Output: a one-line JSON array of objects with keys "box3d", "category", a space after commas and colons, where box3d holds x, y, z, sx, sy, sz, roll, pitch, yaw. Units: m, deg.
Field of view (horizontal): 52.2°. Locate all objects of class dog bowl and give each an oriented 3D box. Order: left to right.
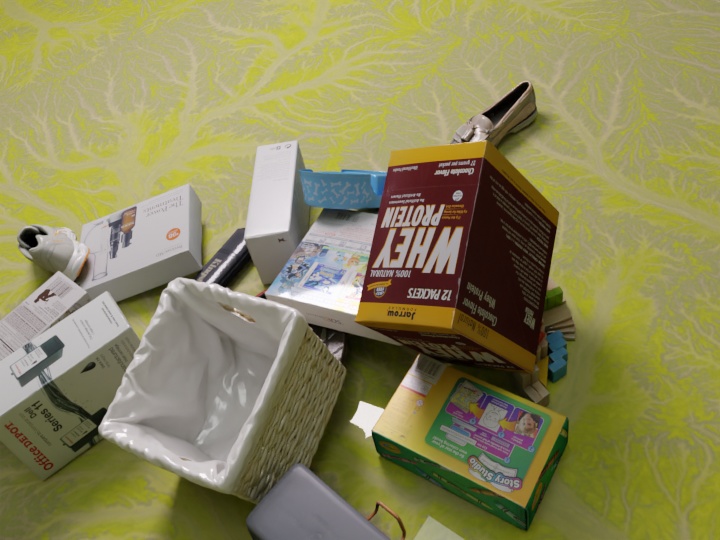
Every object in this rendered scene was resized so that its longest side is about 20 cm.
[{"box3d": [-0.009, -0.121, 1.087, 0.109, 0.051, 0.198, 9, 12, 34], "category": "dog bowl"}]

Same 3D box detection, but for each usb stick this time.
[{"box3d": [-0.221, 0.012, 1.099, 0.054, 0.033, 0.201, 20, 57, 29], "category": "usb stick"}]

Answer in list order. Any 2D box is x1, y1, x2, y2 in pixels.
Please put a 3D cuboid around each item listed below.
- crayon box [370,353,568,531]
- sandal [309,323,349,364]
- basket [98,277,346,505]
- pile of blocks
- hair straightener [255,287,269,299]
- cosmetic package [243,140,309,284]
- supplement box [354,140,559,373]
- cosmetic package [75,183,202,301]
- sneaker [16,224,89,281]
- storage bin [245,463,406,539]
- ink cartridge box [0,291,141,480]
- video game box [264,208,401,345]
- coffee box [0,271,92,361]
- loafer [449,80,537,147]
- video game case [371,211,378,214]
[{"box3d": [0.124, 0.190, 0.843, 0.196, 0.059, 0.120, 21, 57, 28], "category": "crayon box"}, {"box3d": [-0.048, 0.090, 0.978, 0.080, 0.055, 0.203, -15, 39, 13], "category": "sandal"}, {"box3d": [-0.148, 0.143, 0.840, 0.194, 0.161, 0.204, 12, 69, 30], "category": "basket"}, {"box3d": [0.230, 0.073, 0.919, 0.080, 0.063, 0.204, -1, 50, 12], "category": "pile of blocks"}, {"box3d": [-0.168, 0.086, 1.016, 0.196, 0.041, 0.077, -26, 48, -10], "category": "hair straightener"}, {"box3d": [-0.122, -0.091, 1.120, 0.069, 0.103, 0.204, -7, 47, 7], "category": "cosmetic package"}, {"box3d": [0.118, -0.008, 0.848, 0.130, 0.196, 0.206, 1, 72, 40], "category": "supplement box"}, {"box3d": [-0.343, -0.037, 1.142, 0.195, 0.052, 0.153, -20, 49, 7], "category": "cosmetic package"}, {"box3d": [-0.490, -0.044, 1.137, 0.198, 0.091, 0.077, 14, 74, 51], "category": "sneaker"}, {"box3d": [-0.018, 0.288, 0.740, 0.198, 0.136, 0.145, 31, 61, 32], "category": "storage bin"}, {"box3d": [-0.365, 0.149, 0.938, 0.198, 0.148, 0.083, -36, 51, -17], "category": "ink cartridge box"}, {"box3d": [0.000, 0.000, 0.978, 0.195, 0.048, 0.184, 11, 46, 26], "category": "video game box"}, {"box3d": [-0.446, 0.118, 1.006, 0.079, 0.114, 0.200, 25, 60, 31], "category": "coffee box"}, {"box3d": [0.209, -0.240, 1.197, 0.198, 0.064, 0.072, -36, 50, -18], "category": "loafer"}, {"box3d": [0.090, -0.014, 1.039, 0.176, 0.046, 0.203, -13, 47, 0], "category": "video game case"}]
